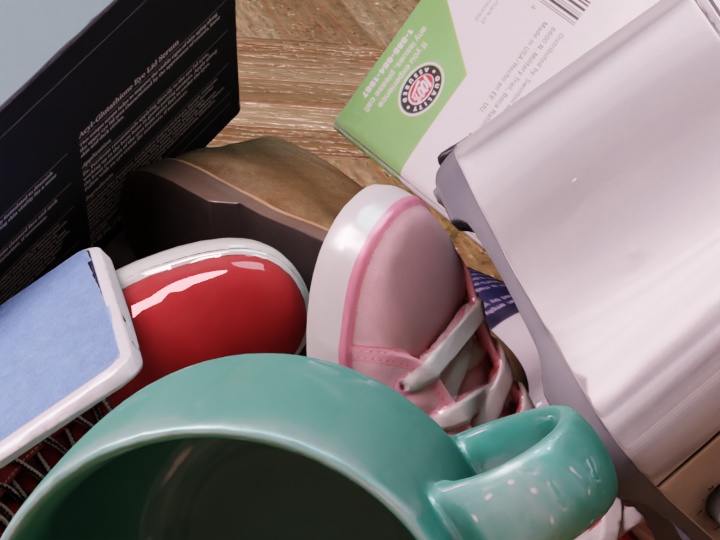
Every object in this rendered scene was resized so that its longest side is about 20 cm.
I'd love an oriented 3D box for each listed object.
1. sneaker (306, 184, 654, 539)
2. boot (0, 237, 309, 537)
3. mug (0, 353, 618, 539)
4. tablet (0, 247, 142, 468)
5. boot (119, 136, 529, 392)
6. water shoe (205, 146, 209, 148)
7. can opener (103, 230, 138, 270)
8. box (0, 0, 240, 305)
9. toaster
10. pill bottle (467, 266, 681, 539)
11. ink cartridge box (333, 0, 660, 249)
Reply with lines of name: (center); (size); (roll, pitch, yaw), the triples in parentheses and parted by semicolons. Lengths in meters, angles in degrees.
sneaker: (0.048, 0.064, 0.922); (0.104, 0.201, 0.075); (10, 36, 29)
boot: (-0.103, 0.069, 0.970); (0.200, 0.073, 0.144); (-30, 18, 6)
mug: (-0.015, 0.104, 0.849); (0.184, 0.153, 0.114); (5, 14, 9)
tablet: (-0.165, 0.068, 0.954); (0.200, 0.014, 0.130); (-34, 21, 2)
boot: (0.000, 0.000, 1.049); (0.075, 0.074, 0.200); (-26, 45, -37)
water shoe: (-0.044, -0.023, 1.221); (0.071, 0.079, 0.200); (42, -5, 36)
can opener: (-0.131, -0.010, 1.162); (0.067, 0.054, 0.200); (-5, 26, -34)
box: (-0.136, -0.060, 1.053); (0.079, 0.141, 0.200); (34, 61, 17)
toaster: (0.114, -0.009, 0.906); (0.114, 0.129, 0.200); (42, 15, -42)
pill bottle: (0.041, 0.057, 1.100); (0.111, 0.111, 0.200); (-10, 23, -43)
ink cartridge box: (0.110, -0.053, 1.050); (0.200, 0.146, 0.084); (41, 8, 36)
